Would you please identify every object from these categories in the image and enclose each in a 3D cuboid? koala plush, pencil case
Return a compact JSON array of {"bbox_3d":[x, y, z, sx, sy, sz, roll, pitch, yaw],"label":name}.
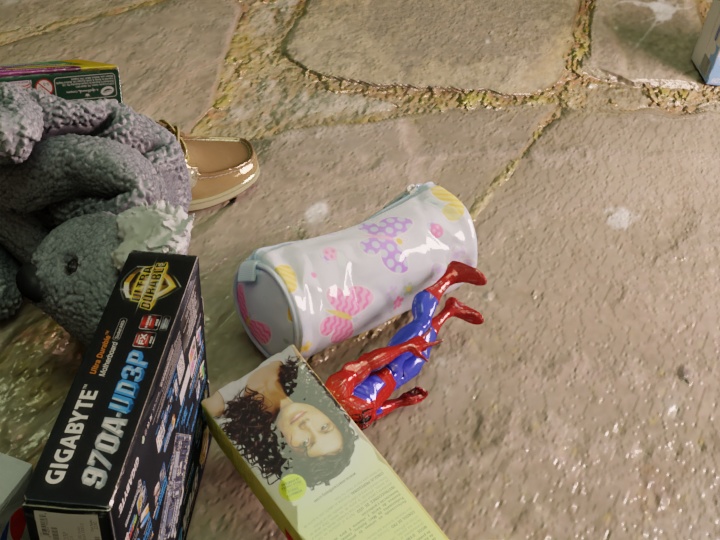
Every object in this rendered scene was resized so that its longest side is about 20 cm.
[{"bbox_3d":[-0.178,-0.015,0.773,0.183,0.178,0.200,-4,36,-33],"label":"koala plush"},{"bbox_3d":[0.000,0.000,0.850,0.200,0.091,0.083,-25,28,-34],"label":"pencil case"}]

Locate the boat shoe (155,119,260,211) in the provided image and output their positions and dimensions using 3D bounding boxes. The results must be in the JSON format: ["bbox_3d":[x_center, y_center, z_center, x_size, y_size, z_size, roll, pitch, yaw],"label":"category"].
[{"bbox_3d":[-0.178,-0.092,0.943,0.199,0.067,0.074,-13,44,-27],"label":"boat shoe"}]

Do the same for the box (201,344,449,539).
[{"bbox_3d":[-0.014,0.143,0.671,0.075,0.050,0.200,-33,63,-20],"label":"box"}]

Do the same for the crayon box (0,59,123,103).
[{"bbox_3d":[-0.317,-0.140,0.924,0.199,0.059,0.172,-10,14,-23],"label":"crayon box"}]

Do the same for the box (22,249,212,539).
[{"bbox_3d":[-0.128,0.110,0.631,0.046,0.159,0.200,4,39,3],"label":"box"}]

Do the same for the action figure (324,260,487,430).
[{"bbox_3d":[0.027,0.068,0.790,0.052,0.066,0.200,30,49,25],"label":"action figure"}]

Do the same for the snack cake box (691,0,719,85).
[{"bbox_3d":[0.506,-0.273,1.287,0.199,0.115,0.067,4,39,-8],"label":"snack cake box"}]

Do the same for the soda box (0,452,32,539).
[{"bbox_3d":[-0.295,0.124,0.650,0.199,0.068,0.063,18,39,10],"label":"soda box"}]
